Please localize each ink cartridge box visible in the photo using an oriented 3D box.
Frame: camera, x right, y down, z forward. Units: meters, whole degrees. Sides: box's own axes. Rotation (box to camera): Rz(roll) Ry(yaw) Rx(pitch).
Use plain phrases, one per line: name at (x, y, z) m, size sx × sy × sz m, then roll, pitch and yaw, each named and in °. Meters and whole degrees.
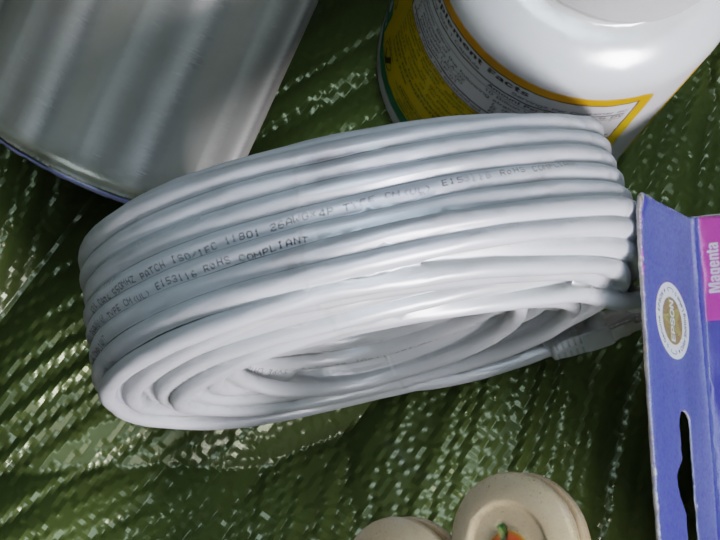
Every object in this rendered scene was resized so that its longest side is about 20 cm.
ink cartridge box at (0.160, 0.083, 0.972) m, size 0.043 × 0.200 × 0.198 m, roll -10°, pitch 75°, yaw 27°

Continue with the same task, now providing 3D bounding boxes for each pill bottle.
pill bottle at (0.075, -0.104, 0.992) m, size 0.112 × 0.200 × 0.113 m, roll 2°, pitch 76°, yaw -8°

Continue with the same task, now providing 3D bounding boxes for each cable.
cable at (0.000, 0.000, 0.953) m, size 0.199 × 0.200 × 0.070 m, roll -15°, pitch 78°, yaw 11°

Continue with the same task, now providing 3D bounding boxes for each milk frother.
milk frother at (-0.038, -0.133, 1.024) m, size 0.199 × 0.181 × 0.189 m, roll 15°, pitch 110°, yaw -34°

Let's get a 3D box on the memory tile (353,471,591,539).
memory tile at (0.013, 0.163, 0.937) m, size 0.017 × 0.199 × 0.154 m, roll -5°, pitch 73°, yaw -53°
